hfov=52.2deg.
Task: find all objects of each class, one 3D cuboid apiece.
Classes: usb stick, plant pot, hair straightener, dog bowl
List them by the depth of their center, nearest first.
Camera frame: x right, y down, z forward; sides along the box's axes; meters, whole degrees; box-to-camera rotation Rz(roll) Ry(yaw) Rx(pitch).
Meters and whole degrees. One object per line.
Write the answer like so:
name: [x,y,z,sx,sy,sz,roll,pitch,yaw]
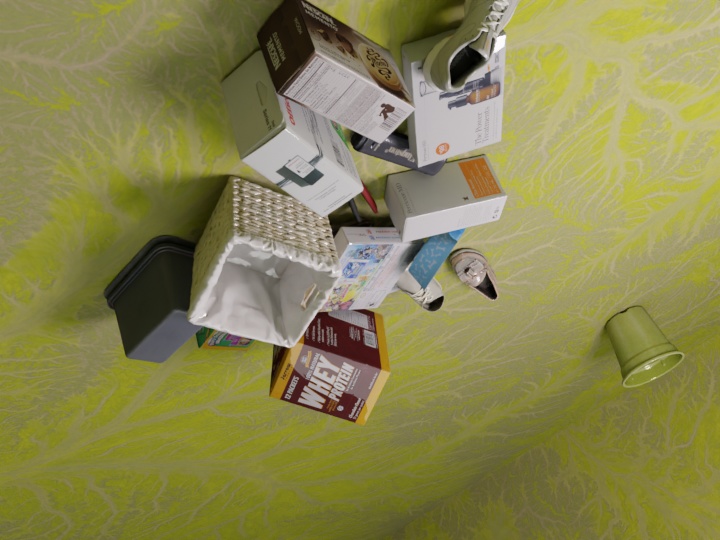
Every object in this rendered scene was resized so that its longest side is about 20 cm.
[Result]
usb stick: [0.068,-0.200,1.223,0.197,0.033,0.055,11,137,-42]
hair straightener: [-0.035,-0.141,1.242,0.075,0.042,0.200,-26,149,7]
dog bowl: [0.148,-0.041,1.408,0.113,0.049,0.200,-58,174,31]
plant pot: [0.840,0.221,2.222,0.195,0.188,0.202,-16,150,-9]

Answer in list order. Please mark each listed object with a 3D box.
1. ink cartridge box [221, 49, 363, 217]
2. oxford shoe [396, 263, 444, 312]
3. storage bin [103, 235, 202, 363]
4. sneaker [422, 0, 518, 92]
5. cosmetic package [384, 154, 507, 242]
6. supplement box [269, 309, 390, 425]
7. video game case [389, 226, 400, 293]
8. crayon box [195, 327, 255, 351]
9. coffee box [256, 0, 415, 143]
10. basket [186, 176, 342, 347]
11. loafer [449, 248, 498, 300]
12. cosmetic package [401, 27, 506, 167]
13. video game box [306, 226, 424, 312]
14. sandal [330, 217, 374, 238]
ink cartridge box: [-0.094,-0.187,1.029,0.082,0.149,0.199,-30,148,19]
oxford shoe: [0.123,0.035,1.516,0.074,0.059,0.199,-28,148,17]
storage bin: [-0.338,0.064,1.281,0.199,0.137,0.144,-38,146,28]
sneaker: [0.166,-0.321,0.983,0.075,0.092,0.202,26,105,-24]
cosmetic package: [0.151,-0.130,1.318,0.195,0.103,0.072,-14,149,-14]
supplement box: [-0.062,0.162,1.435,0.195,0.199,0.135,19,116,-14]
video game case: [0.026,-0.006,1.488,0.195,0.046,0.183,-19,151,-6]
crayon box: [-0.232,0.082,1.451,0.117,0.059,0.200,8,139,-40]
coffee box: [-0.030,-0.265,0.980,0.197,0.115,0.079,16,134,-45]
basket: [-0.158,-0.011,1.192,0.196,0.163,0.200,18,129,-24]
loafer: [0.265,0.012,1.650,0.071,0.064,0.199,-32,148,18]
cosmetic package: [0.143,-0.266,1.123,0.147,0.052,0.202,-16,141,-4]
video game box: [0.000,0.000,1.379,0.179,0.047,0.201,-5,143,-39]
sandal: [-0.069,-0.060,1.339,0.196,0.055,0.083,-21,141,-17]
